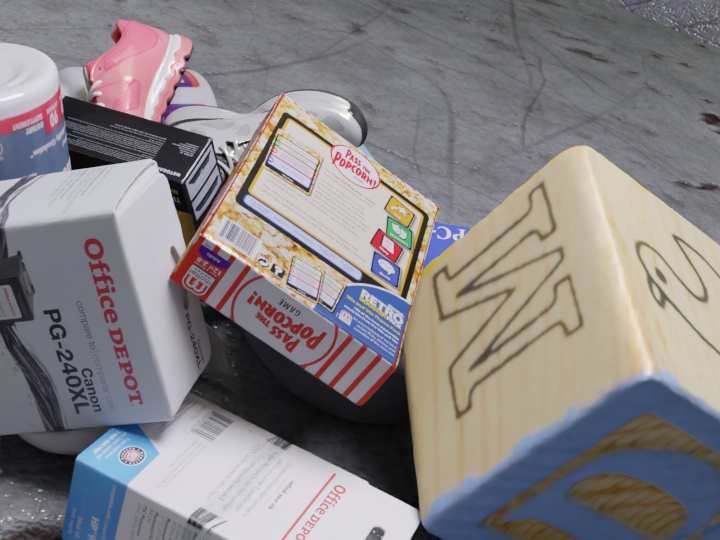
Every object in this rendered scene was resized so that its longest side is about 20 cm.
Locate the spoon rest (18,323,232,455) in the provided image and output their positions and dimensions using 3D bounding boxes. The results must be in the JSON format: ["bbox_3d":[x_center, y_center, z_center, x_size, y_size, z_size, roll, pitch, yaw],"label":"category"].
[{"bbox_3d":[-0.167,0.077,0.842,0.098,0.062,0.199,1,15,28],"label":"spoon rest"}]

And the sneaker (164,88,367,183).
[{"bbox_3d":[-0.095,-0.095,1.029,0.197,0.076,0.116,-4,37,16],"label":"sneaker"}]

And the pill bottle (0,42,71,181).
[{"bbox_3d":[-0.269,-0.052,0.861,0.117,0.203,0.120,0,31,0],"label":"pill bottle"}]

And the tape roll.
[{"bbox_3d":[-0.004,0.029,0.984,0.198,0.066,0.202,21,37,-17],"label":"tape roll"}]

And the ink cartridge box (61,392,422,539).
[{"bbox_3d":[-0.072,0.161,0.743,0.198,0.069,0.116,24,27,14],"label":"ink cartridge box"}]

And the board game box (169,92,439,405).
[{"bbox_3d":[-0.029,-0.022,0.812,0.151,0.046,0.201,35,34,-10],"label":"board game box"}]

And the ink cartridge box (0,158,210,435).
[{"bbox_3d":[-0.213,0.022,0.754,0.197,0.147,0.084,-7,24,13],"label":"ink cartridge box"}]

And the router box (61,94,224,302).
[{"bbox_3d":[-0.202,-0.062,0.962,0.197,0.158,0.053,17,56,19],"label":"router box"}]

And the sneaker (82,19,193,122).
[{"bbox_3d":[-0.226,-0.150,1.089,0.086,0.074,0.202,25,56,-14],"label":"sneaker"}]

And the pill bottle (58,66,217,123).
[{"bbox_3d":[-0.251,-0.147,1.175,0.198,0.113,0.111,-6,35,-40],"label":"pill bottle"}]

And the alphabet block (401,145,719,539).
[{"bbox_3d":[0.157,0.077,0.800,0.194,0.196,0.202,30,36,-32],"label":"alphabet block"}]

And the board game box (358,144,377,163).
[{"bbox_3d":[-0.094,-0.095,1.119,0.197,0.035,0.135,-11,30,-13],"label":"board game box"}]

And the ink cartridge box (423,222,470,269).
[{"bbox_3d":[0.000,0.000,0.911,0.197,0.044,0.095,7,45,-21],"label":"ink cartridge box"}]
